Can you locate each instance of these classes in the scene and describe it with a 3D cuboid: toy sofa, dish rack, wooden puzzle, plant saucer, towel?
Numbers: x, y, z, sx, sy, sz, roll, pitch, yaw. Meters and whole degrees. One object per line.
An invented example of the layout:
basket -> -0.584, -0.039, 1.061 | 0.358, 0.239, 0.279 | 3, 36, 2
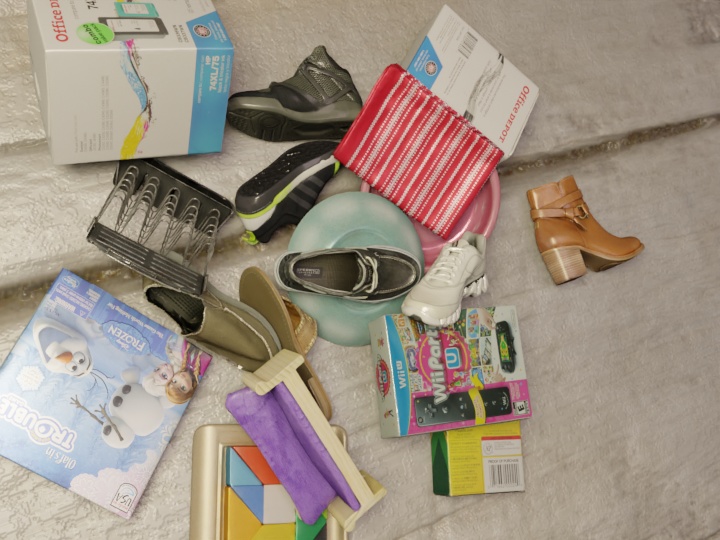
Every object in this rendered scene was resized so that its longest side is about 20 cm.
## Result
toy sofa -> -0.064, 0.199, 0.849 | 0.097, 0.082, 0.203 | -35, 102, -17
dish rack -> -0.224, -0.054, 0.842 | 0.151, 0.201, 0.055 | 27, 112, -18
wooden puzzle -> -0.104, 0.281, 0.892 | 0.195, 0.037, 0.191 | 5, 76, -25
plant saucer -> 0.000, 0.000, 0.973 | 0.195, 0.039, 0.208 | -2, 95, -18
plant saucer -> 0.094, -0.099, 1.029 | 0.194, 0.051, 0.207 | -1, 104, -5
towel -> 0.077, -0.154, 0.977 | 0.198, 0.023, 0.146 | 34, 99, -13

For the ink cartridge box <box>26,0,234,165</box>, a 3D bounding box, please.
ink cartridge box -> -0.263, -0.229, 0.846 | 0.195, 0.148, 0.149 | -10, 52, -27

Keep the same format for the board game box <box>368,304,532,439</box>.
board game box -> 0.116, 0.130, 0.964 | 0.195, 0.064, 0.152 | -3, 78, -22

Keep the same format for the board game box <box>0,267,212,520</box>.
board game box -> -0.296, 0.136, 0.828 | 0.197, 0.043, 0.203 | 32, 68, -16

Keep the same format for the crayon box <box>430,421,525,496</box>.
crayon box -> 0.159, 0.202, 1.030 | 0.124, 0.051, 0.206 | 5, 77, -24

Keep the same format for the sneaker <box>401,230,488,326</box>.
sneaker -> 0.110, 0.008, 0.943 | 0.199, 0.074, 0.083 | -36, 139, -56

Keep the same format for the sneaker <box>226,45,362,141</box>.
sneaker -> -0.092, -0.239, 1.002 | 0.194, 0.076, 0.117 | -6, 70, -22

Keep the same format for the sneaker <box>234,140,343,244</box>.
sneaker -> -0.088, -0.103, 0.987 | 0.199, 0.071, 0.085 | -37, 129, -32

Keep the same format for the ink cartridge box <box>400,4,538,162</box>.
ink cartridge box -> 0.154, -0.267, 1.119 | 0.198, 0.084, 0.147 | 36, 65, -14

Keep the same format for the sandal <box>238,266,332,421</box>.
sandal -> -0.081, 0.088, 0.940 | 0.069, 0.077, 0.216 | -27, 93, -49

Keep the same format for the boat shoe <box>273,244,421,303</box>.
boat shoe -> -0.007, 0.008, 0.912 | 0.195, 0.071, 0.074 | -3, 94, -22

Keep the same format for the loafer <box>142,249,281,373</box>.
loafer -> -0.179, 0.064, 0.872 | 0.198, 0.075, 0.070 | 38, 27, -13

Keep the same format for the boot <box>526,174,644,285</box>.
boot -> 0.356, -0.074, 1.188 | 0.195, 0.077, 0.159 | -15, 81, -20
